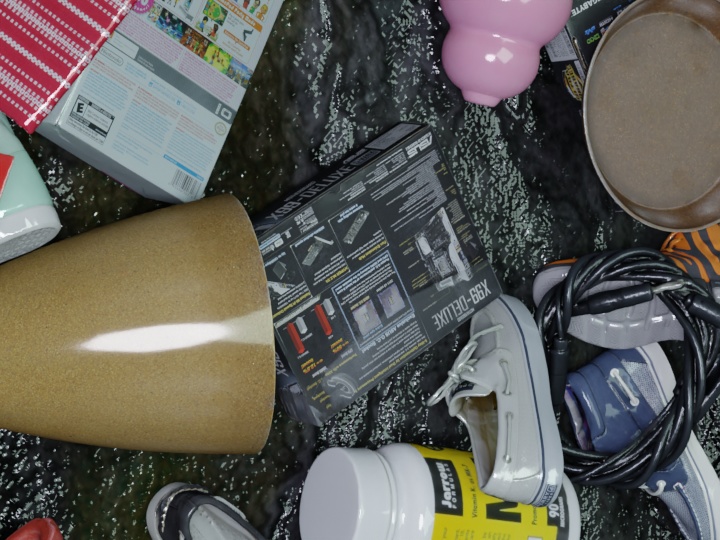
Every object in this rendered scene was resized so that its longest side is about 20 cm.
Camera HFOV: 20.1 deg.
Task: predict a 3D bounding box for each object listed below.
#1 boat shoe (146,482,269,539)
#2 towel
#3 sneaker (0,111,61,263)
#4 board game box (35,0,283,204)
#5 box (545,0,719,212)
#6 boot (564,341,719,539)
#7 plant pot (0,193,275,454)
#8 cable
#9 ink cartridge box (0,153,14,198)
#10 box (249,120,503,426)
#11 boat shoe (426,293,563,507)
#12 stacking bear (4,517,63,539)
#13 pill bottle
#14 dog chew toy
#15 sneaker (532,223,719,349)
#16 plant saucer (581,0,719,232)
[{"bbox_3d":[-0.081,0.239,1.533,0.074,0.060,0.200,-43,111,-23],"label":"boat shoe"},{"bbox_3d":[-0.215,-0.211,1.393,0.145,0.022,0.200,37,87,15],"label":"towel"},{"bbox_3d":[-0.319,-0.044,1.394,0.200,0.074,0.118,-21,76,-13],"label":"sneaker"},{"bbox_3d":[-0.146,-0.167,1.460,0.147,0.064,0.200,33,76,-46],"label":"board game box"},{"bbox_3d":[0.262,-0.181,1.722,0.200,0.050,0.199,-32,109,-23],"label":"box"},{"bbox_3d":[0.237,0.160,1.714,0.090,0.073,0.200,-26,96,-19],"label":"boot"},{"bbox_3d":[-0.179,0.049,1.420,0.200,0.186,0.187,-7,95,-17],"label":"plant pot"},{"bbox_3d":[0.202,0.083,1.633,0.163,0.051,0.200,36,101,-7],"label":"cable"},{"bbox_3d":[-0.342,-0.015,1.313,0.045,0.200,0.177,36,68,-71],"label":"ink cartridge box"},{"bbox_3d":[0.000,0.000,1.572,0.200,0.050,0.158,-35,113,-25],"label":"box"},{"bbox_3d":[0.094,0.095,1.582,0.086,0.075,0.202,9,48,-20],"label":"boat shoe"},{"bbox_3d":[-0.194,0.292,1.447,0.114,0.121,0.200,-38,122,5],"label":"stacking bear"},{"bbox_3d":[0.061,0.194,1.582,0.200,0.114,0.115,9,87,-30],"label":"pill bottle"},{"bbox_3d":[0.117,-0.229,1.602,0.124,0.124,0.200,12,94,-29],"label":"dog chew toy"},{"bbox_3d":[0.242,0.006,1.707,0.200,0.112,0.078,8,127,-2],"label":"sneaker"},{"bbox_3d":[0.257,-0.132,1.677,0.200,0.034,0.201,-2,95,-29],"label":"plant saucer"}]
